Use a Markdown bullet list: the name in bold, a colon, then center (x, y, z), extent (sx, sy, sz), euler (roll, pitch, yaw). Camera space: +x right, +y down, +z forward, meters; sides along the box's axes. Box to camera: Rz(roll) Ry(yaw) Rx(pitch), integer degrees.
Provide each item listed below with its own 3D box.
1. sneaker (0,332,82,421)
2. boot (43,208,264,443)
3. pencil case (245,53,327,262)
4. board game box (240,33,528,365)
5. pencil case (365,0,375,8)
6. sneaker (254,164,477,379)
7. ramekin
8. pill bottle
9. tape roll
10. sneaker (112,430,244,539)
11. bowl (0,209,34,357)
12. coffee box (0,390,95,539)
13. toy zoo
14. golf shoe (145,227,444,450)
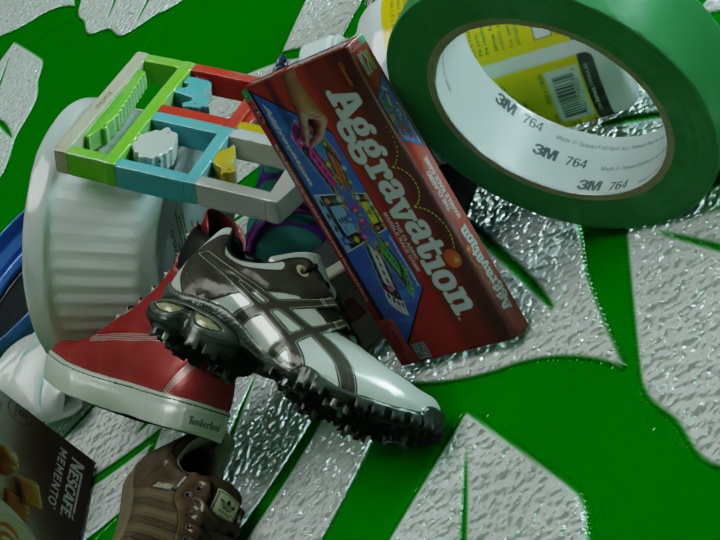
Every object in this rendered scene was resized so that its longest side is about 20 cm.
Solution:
- **sneaker**: center (-0.211, 0.038, 1.645), extent (0.080, 0.070, 0.201), euler (5, 59, 41)
- **boot**: center (-0.134, 0.029, 1.380), extent (0.199, 0.072, 0.146), euler (7, 79, 53)
- **pencil case**: center (-0.033, -0.073, 1.482), extent (0.201, 0.084, 0.093), euler (-84, 12, -49)
- **board game box**: center (0.014, -0.038, 1.241), extent (0.102, 0.201, 0.019), euler (-17, 19, 47)
- **pencil case**: center (0.034, -0.166, 1.503), extent (0.077, 0.089, 0.201), euler (-33, 31, 24)
- **sneaker**: center (0.000, 0.000, 1.369), extent (0.199, 0.075, 0.107), euler (-27, 23, 35)
- **ramekin**: center (-0.161, -0.024, 1.504), extent (0.093, 0.203, 0.203), euler (4, 48, 16)
- **pill bottle**: center (0.067, -0.130, 1.308), extent (0.198, 0.113, 0.113), euler (-15, 35, 13)
- **tape roll**: center (0.114, -0.106, 1.169), extent (0.200, 0.200, 0.048), euler (-13, 40, 49)
- **sneaker**: center (-0.110, 0.165, 1.298), extent (0.075, 0.070, 0.201), euler (-39, 28, 14)
- **bowl**: center (-0.290, 0.012, 1.818), extent (0.200, 0.039, 0.201), euler (-37, 28, 23)
- **coffee box**: center (-0.264, 0.190, 1.452), extent (0.079, 0.114, 0.201), euler (-35, 28, 26)
- **toy zoo**: center (-0.092, -0.090, 1.417), extent (0.198, 0.021, 0.132), euler (13, 41, 17)
- **golf shoe**: center (-0.029, 0.036, 1.241), extent (0.199, 0.078, 0.095), euler (24, 73, 18)
